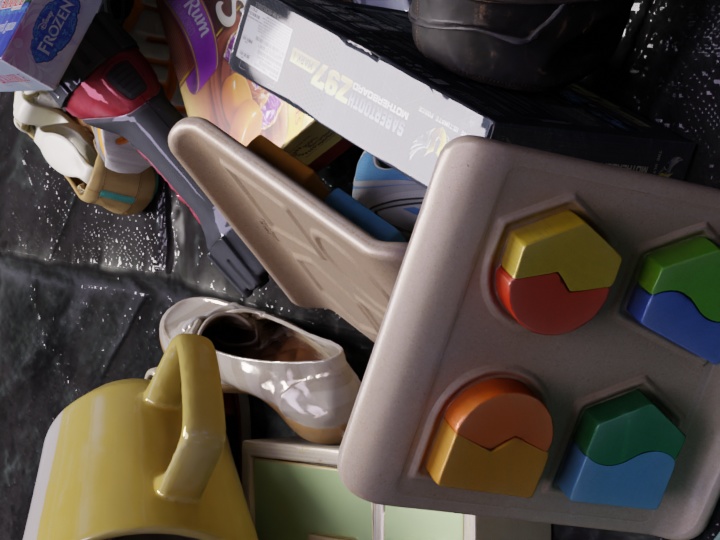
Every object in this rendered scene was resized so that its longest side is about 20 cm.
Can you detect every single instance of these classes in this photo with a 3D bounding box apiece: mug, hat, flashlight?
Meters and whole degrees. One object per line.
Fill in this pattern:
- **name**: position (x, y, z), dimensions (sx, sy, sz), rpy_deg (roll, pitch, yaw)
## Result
- **mug**: position (-0.118, 0.137, 1.013), dimensions (0.186, 0.149, 0.153), rpy_deg (-33, 37, 19)
- **hat**: position (0.086, -0.135, 0.845), dimensions (0.200, 0.200, 0.081), rpy_deg (27, 128, 44)
- **flashlight**: position (-0.122, -0.071, 1.093), dimensions (0.068, 0.068, 0.200), rpy_deg (-41, 90, 23)

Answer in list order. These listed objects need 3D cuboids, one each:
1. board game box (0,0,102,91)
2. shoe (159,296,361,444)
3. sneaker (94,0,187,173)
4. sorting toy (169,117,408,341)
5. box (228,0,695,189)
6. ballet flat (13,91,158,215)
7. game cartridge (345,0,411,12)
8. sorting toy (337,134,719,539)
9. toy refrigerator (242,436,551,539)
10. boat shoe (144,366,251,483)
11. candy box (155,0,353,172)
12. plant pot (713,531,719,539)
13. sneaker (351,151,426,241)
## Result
- **board game box**: position (-0.195, -0.210, 1.094), dimensions (0.200, 0.041, 0.200), rpy_deg (10, 71, 63)
- **shoe**: position (-0.065, 0.047, 1.066), dimensions (0.200, 0.070, 0.053), rpy_deg (23, 139, 47)
- **sneaker**: position (-0.151, -0.166, 1.179), dimensions (0.077, 0.078, 0.200), rpy_deg (9, 88, 52)
- **sorting toy**: position (0.000, 0.000, 0.942), dimensions (0.200, 0.185, 0.036), rpy_deg (30, 74, 41)
- **box**: position (0.051, -0.087, 0.890), dimensions (0.200, 0.158, 0.051), rpy_deg (35, 115, 41)
- **ballet flat**: position (-0.219, -0.110, 1.254), dimensions (0.200, 0.063, 0.069), rpy_deg (42, 119, 40)
- **game cartridge**: position (-0.033, -0.149, 1.073), dimensions (0.200, 0.040, 0.134), rpy_deg (-34, 61, 42)
- **sorting toy**: position (0.107, 0.042, 0.806), dimensions (0.036, 0.200, 0.185), rpy_deg (-123, 48, -62)
- **toy refrigerator**: position (0.014, 0.140, 0.992), dimensions (0.200, 0.070, 0.076), rpy_deg (0, 89, 47)
- **boat shoe**: position (-0.104, 0.159, 1.126), dimensions (0.071, 0.062, 0.200), rpy_deg (-13, 81, 45)
- **candy box**: position (-0.064, -0.153, 1.042), dimensions (0.117, 0.056, 0.200), rpy_deg (-34, 67, 42)
- **plant pot**: position (0.211, 0.181, 0.730), dimensions (0.141, 0.141, 0.200), rpy_deg (31, 104, 43)
- **sneaker**: position (0.068, -0.037, 0.934), dimensions (0.200, 0.072, 0.073), rpy_deg (17, 106, 45)
